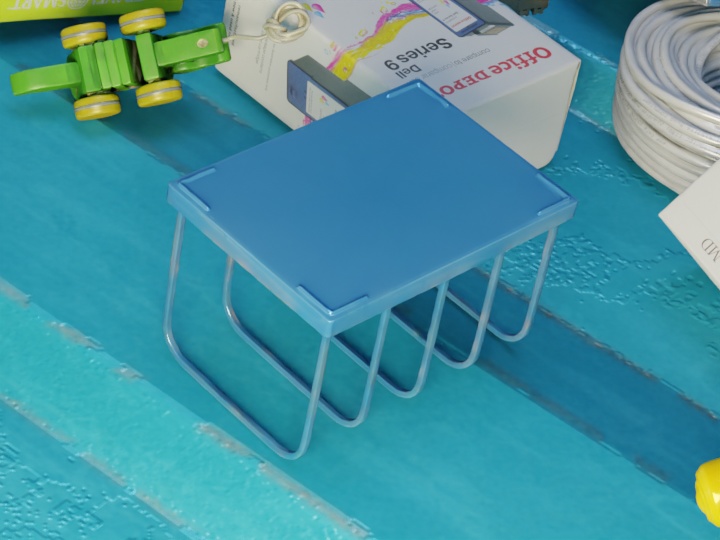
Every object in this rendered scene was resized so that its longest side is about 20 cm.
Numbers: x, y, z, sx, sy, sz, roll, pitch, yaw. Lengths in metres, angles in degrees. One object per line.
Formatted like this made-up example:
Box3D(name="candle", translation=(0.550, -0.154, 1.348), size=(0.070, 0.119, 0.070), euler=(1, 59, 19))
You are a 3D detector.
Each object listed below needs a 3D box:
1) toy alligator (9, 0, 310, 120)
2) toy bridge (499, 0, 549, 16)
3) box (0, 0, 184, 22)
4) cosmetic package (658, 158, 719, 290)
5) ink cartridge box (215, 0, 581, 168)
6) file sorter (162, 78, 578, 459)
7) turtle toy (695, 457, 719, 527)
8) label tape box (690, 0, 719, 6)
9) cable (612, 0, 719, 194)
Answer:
Box3D(name="toy alligator", translation=(-0.127, -0.139, 1.627), size=(0.198, 0.060, 0.054), euler=(-13, 0, 3))
Box3D(name="toy bridge", translation=(0.077, -0.241, 1.817), size=(0.027, 0.068, 0.200), euler=(-10, 43, -26))
Box3D(name="box", translation=(-0.228, -0.221, 1.712), size=(0.199, 0.048, 0.122), euler=(-7, 42, -33))
Box3D(name="cosmetic package", translation=(0.298, -0.051, 1.546), size=(0.200, 0.081, 0.113), euler=(-43, 53, 5))
Box3D(name="ink cartridge box", translation=(0.024, -0.136, 1.662), size=(0.145, 0.088, 0.200), euler=(-24, 53, -37))
Box3D(name="file sorter", translation=(0.000, 0.000, 1.460), size=(0.199, 0.123, 0.139), euler=(-25, 52, -37))
Box3D(name="turtle toy", translation=(0.269, 0.166, 1.346), size=(0.145, 0.101, 0.201), euler=(-16, 45, 2))
Box3D(name="label tape box", translation=(0.243, -0.243, 1.809), size=(0.142, 0.067, 0.200), euler=(-5, 23, -33))
Box3D(name="cable", translation=(0.269, -0.112, 1.712), size=(0.198, 0.070, 0.201), euler=(-1, 40, -14))
